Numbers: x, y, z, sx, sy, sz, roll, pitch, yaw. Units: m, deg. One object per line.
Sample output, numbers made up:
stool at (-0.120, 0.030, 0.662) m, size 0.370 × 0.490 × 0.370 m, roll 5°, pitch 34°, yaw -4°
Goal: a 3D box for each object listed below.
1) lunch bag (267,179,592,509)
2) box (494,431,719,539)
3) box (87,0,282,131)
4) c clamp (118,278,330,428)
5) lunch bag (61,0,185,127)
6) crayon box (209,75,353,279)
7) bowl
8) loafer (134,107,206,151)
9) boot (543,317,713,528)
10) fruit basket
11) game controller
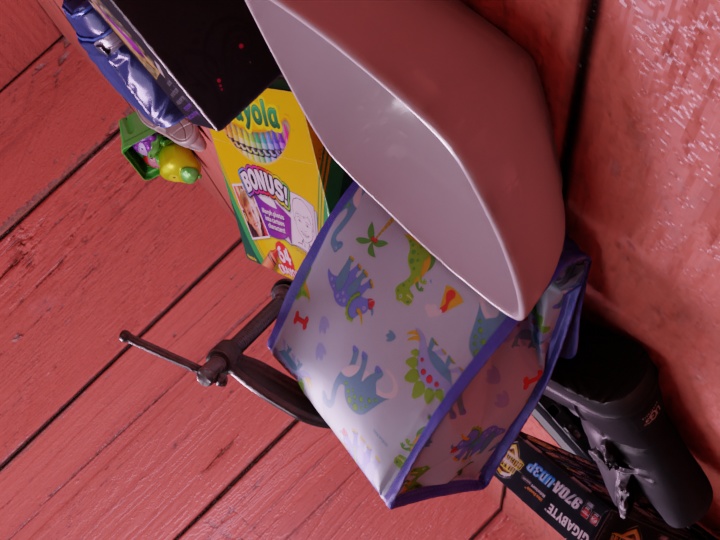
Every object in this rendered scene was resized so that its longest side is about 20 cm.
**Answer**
lunch bag at (0.049, 0.024, 0.725) m, size 0.126 × 0.202 × 0.170 m, roll -2°, pitch -143°, yaw -44°
box at (0.225, 0.215, 0.934) m, size 0.198 × 0.047 × 0.159 m, roll 26°, pitch -175°, yaw -30°
box at (-0.120, -0.206, 0.695) m, size 0.201 × 0.122 × 0.106 m, roll 50°, pitch 172°, yaw -20°
c clamp at (-0.059, 0.053, 0.819) m, size 0.169 × 0.027 × 0.200 m, roll 29°, pitch -155°, yaw 12°
lunch bag at (-0.166, -0.214, 0.881) m, size 0.133 × 0.136 × 0.200 m, roll 50°, pitch 173°, yaw -23°
crayon box at (-0.055, -0.079, 0.897) m, size 0.199 × 0.058 × 0.175 m, roll 21°, pitch 132°, yaw 56°
bowl at (0.037, -0.085, 0.590) m, size 0.200 × 0.074 × 0.200 m, roll 45°, pitch 173°, yaw 32°
loafer at (-0.373, -0.291, 2.113) m, size 0.199 × 0.072 × 0.063 m, roll 40°, pitch 178°, yaw 34°
boot at (0.164, 0.099, 0.813) m, size 0.199 × 0.076 × 0.169 m, roll 30°, pitch 159°, yaw 50°
fruit basket at (-0.482, -0.277, 2.625) m, size 0.216 × 0.154 × 0.218 m, roll 90°, pitch 154°, yaw -87°
game controller at (0.174, 0.115, 1.062) m, size 0.200 × 0.042 × 0.104 m, roll 49°, pitch -172°, yaw -1°
